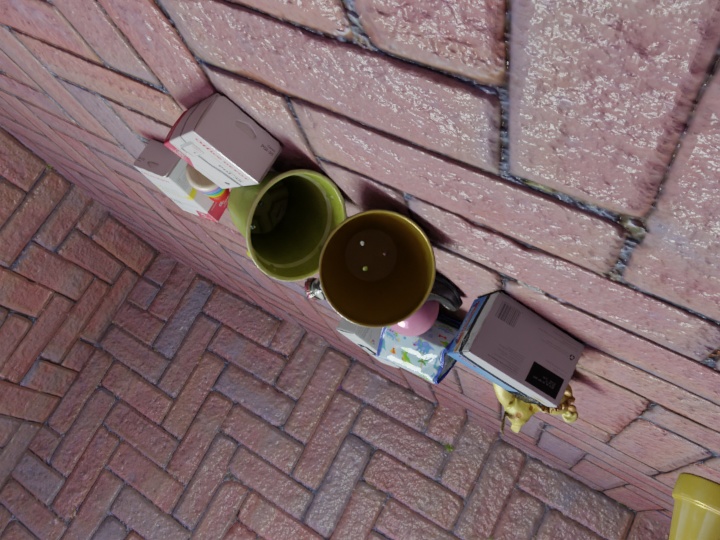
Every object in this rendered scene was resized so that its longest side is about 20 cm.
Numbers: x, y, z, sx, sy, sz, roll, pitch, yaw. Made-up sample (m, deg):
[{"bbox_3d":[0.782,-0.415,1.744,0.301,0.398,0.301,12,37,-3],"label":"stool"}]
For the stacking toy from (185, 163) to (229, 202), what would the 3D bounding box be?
[{"bbox_3d":[-0.339,-0.203,1.421,0.085,0.086,0.200,31,173,-1],"label":"stacking toy"}]

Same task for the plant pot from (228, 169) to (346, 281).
[{"bbox_3d":[-0.156,-0.106,1.161,0.200,0.201,0.184,41,174,-39],"label":"plant pot"}]

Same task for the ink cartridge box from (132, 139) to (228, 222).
[{"bbox_3d":[-0.433,-0.219,1.528,0.144,0.084,0.200,21,164,34],"label":"ink cartridge box"}]

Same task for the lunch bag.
[{"bbox_3d":[0.159,0.154,1.471,0.169,0.129,0.200,24,-155,22],"label":"lunch bag"}]

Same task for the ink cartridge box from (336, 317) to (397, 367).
[{"bbox_3d":[0.054,0.148,1.671,0.200,0.147,0.082,39,162,-35],"label":"ink cartridge box"}]

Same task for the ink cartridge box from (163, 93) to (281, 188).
[{"bbox_3d":[-0.251,-0.224,1.113,0.146,0.083,0.199,38,165,-27],"label":"ink cartridge box"}]

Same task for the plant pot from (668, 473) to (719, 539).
[{"bbox_3d":[0.897,0.661,1.610,0.199,0.190,0.201,28,166,8],"label":"plant pot"}]

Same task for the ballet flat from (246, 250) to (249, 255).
[{"bbox_3d":[-0.248,-0.044,1.835,0.198,0.067,0.067,24,145,14],"label":"ballet flat"}]

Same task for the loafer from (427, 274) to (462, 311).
[{"bbox_3d":[0.125,0.034,1.260,0.199,0.073,0.073,36,165,-23],"label":"loafer"}]

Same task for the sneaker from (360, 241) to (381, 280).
[{"bbox_3d":[0.000,0.000,1.224,0.075,0.076,0.202,36,-148,-78],"label":"sneaker"}]

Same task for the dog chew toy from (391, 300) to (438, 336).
[{"bbox_3d":[0.075,0.055,1.322,0.199,0.125,0.124,36,166,-30],"label":"dog chew toy"}]

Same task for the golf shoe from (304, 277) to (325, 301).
[{"bbox_3d":[-0.057,0.054,1.655,0.091,0.074,0.199,-7,174,34],"label":"golf shoe"}]

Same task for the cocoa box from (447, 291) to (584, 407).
[{"bbox_3d":[0.293,0.152,1.191,0.199,0.134,0.131,32,167,-5],"label":"cocoa box"}]

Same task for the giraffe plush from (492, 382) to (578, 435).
[{"bbox_3d":[0.398,0.270,1.397,0.161,0.202,0.173,-13,140,28],"label":"giraffe plush"}]

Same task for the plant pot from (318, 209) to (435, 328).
[{"bbox_3d":[0.025,-0.016,1.108,0.199,0.201,0.142,32,-172,-9],"label":"plant pot"}]

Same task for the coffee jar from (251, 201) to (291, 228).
[{"bbox_3d":[-0.172,-0.111,1.336,0.198,0.086,0.105,24,152,25],"label":"coffee jar"}]
